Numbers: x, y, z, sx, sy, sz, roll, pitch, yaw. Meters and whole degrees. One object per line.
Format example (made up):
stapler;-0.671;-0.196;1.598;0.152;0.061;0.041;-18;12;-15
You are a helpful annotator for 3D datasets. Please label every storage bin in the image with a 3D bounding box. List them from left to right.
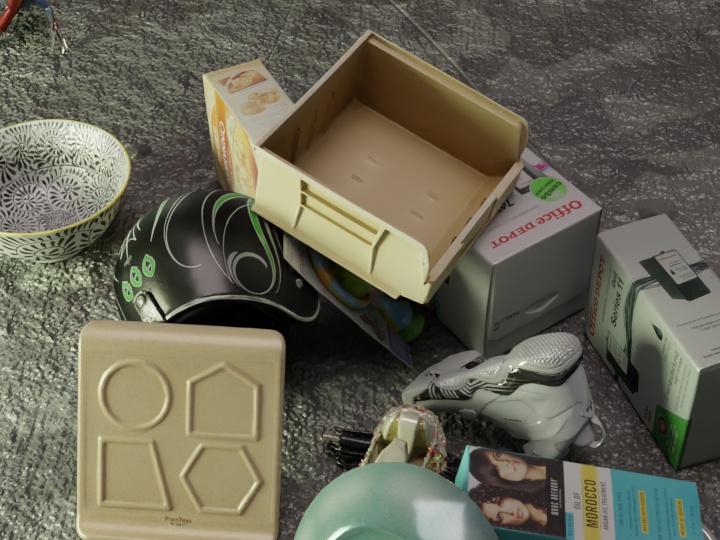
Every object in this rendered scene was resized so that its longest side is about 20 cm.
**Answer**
storage bin;0.031;-0.097;1.213;0.198;0.094;0.200;31;53;12

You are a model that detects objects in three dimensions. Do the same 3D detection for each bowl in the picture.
bowl;-0.351;-0.072;1.417;0.200;0.094;0.201;0;43;0

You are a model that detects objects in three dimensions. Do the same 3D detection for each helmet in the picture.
helmet;-0.143;0.014;1.254;0.200;0.200;0.191;-9;44;-9

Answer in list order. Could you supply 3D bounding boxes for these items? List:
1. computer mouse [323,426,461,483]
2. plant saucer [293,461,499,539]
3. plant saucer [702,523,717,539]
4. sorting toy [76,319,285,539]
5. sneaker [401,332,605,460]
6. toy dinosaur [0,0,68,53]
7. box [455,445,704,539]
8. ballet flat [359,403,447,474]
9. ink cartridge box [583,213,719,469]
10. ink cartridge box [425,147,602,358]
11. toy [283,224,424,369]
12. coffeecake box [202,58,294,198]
computer mouse;0.010;0.217;1.140;0.138;0.053;0.200;12;45;12
plant saucer;0.020;0.254;1.009;0.201;0.201;0.039;27;10;26
plant saucer;0.215;0.269;1.078;0.200;0.050;0.200;5;43;-5
sorting toy;-0.161;0.148;1.146;0.185;0.200;0.036;3;5;4
sneaker;0.135;0.134;1.209;0.200;0.115;0.075;-18;12;36
toy dinosaur;-0.473;-0.372;1.705;0.105;0.200;0.182;-19;12;2
box;0.180;0.205;1.061;0.200;0.049;0.082;10;43;-3
ballet flat;0.037;0.166;1.126;0.076;0.064;0.200;12;32;8
ink cartridge box;0.300;0.065;1.233;0.083;0.147;0.200;-14;44;-13
ink cartridge box;0.128;-0.039;1.342;0.147;0.146;0.200;-26;50;-24
toy;0.000;0.000;1.274;0.047;0.200;0.115;-31;36;19
coffeecake box;-0.099;-0.114;1.417;0.073;0.154;0.200;-20;46;-19
